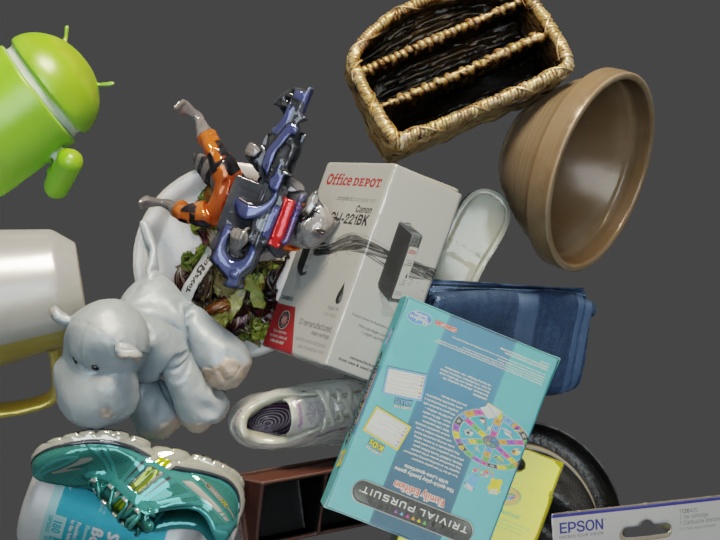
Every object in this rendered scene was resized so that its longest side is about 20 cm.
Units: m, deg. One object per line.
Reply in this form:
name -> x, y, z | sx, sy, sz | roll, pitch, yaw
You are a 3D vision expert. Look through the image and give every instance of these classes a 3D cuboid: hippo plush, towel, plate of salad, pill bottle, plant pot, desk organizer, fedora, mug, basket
hippo plush -> -0.198, 0.078, 1.217 | 0.159, 0.161, 0.200 | 22, 101, 14
towel -> 0.137, 0.068, 1.282 | 0.200, 0.049, 0.112 | 3, 103, -32
plate of salad -> -0.130, -0.010, 1.314 | 0.199, 0.048, 0.201 | 0, 88, -3
pill bottle -> -0.221, 0.243, 1.269 | 0.200, 0.111, 0.111 | 18, 87, -1
plant pot -> 0.200, -0.107, 1.284 | 0.093, 0.201, 0.201 | 23, 86, 33
desk organizer -> -0.014, 0.218, 1.262 | 0.200, 0.077, 0.072 | -7, 88, -24
fedora -> 0.174, 0.248, 1.293 | 0.200, 0.092, 0.201 | 0, 88, -3
mug -> -0.347, 0.035, 1.278 | 0.153, 0.187, 0.150 | -9, 56, -11
basket -> 0.088, -0.209, 1.280 | 0.200, 0.149, 0.143 | -23, 89, -2

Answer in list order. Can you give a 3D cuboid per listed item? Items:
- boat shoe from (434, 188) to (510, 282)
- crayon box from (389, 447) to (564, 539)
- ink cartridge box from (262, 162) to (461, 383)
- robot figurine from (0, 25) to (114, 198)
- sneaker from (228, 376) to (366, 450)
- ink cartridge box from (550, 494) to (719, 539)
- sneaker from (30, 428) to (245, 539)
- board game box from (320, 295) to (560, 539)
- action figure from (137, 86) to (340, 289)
boat shoe -> 0.080, 0.006, 1.315 | 0.075, 0.062, 0.200 | 29, 85, 1
crayon box -> 0.096, 0.249, 1.217 | 0.127, 0.051, 0.200 | 22, 85, -1
ink cartridge box -> 0.000, 0.000, 1.259 | 0.084, 0.144, 0.200 | 23, 83, -28
robot figurine -> -0.342, -0.151, 1.276 | 0.200, 0.116, 0.176 | -38, 85, -3
sneaker -> -0.031, 0.145, 1.287 | 0.199, 0.100, 0.075 | -11, 86, -4
ink cartridge box -> 0.268, 0.319, 1.249 | 0.197, 0.047, 0.201 | -2, 88, -16
sneaker -> -0.204, 0.198, 1.191 | 0.199, 0.078, 0.080 | 14, 55, -6
board game box -> 0.071, 0.143, 1.173 | 0.151, 0.047, 0.200 | 23, 85, -4
action figure -> -0.100, -0.091, 1.250 | 0.193, 0.105, 0.200 | 31, 98, 19
